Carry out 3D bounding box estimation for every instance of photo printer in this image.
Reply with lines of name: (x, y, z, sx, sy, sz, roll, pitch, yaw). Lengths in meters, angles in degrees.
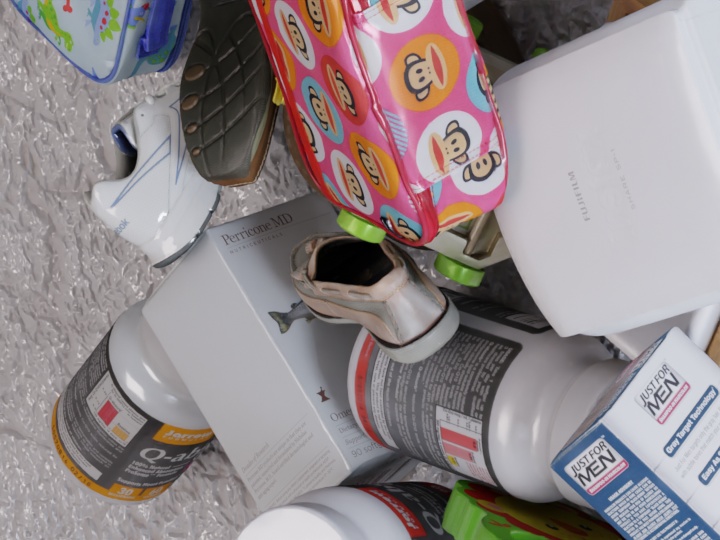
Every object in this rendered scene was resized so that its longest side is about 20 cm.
photo printer: (0.151, -0.053, 1.356, 0.200, 0.069, 0.167, -19, 90, 50)

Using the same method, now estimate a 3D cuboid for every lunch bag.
lunch bag: (-0.183, -0.247, 1.774, 0.161, 0.082, 0.200, 41, 133, 31)
lunch bag: (-0.001, -0.125, 1.388, 0.176, 0.082, 0.200, 32, 146, 57)

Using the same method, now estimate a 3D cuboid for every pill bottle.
pill bottle: (0.002, 0.199, 1.589, 0.116, 0.200, 0.116, -2, 86, 26)
pill bottle: (-0.154, 0.089, 1.857, 0.117, 0.116, 0.200, 58, 140, 14)
pill bottle: (0.096, 0.084, 1.568, 0.200, 0.116, 0.116, 18, 119, 44)

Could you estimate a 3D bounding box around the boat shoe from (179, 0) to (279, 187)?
boat shoe: (-0.070, -0.154, 1.650, 0.076, 0.074, 0.200, -4, 75, 36)

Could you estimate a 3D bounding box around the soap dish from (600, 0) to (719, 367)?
soap dish: (0.189, -0.047, 1.434, 0.157, 0.081, 0.200, 42, 133, 29)

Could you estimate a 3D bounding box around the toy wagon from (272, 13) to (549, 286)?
toy wagon: (0.041, -0.088, 1.519, 0.200, 0.040, 0.155, 24, 101, -8)

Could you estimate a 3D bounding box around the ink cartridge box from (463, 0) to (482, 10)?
ink cartridge box: (0.001, -0.232, 1.509, 0.200, 0.144, 0.085, 30, 142, 37)

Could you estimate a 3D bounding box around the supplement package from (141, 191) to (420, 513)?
supplement package: (-0.043, 0.065, 1.720, 0.200, 0.117, 0.117, 58, 139, 13)

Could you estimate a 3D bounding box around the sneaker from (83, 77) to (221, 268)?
sneaker: (-0.121, -0.102, 1.691, 0.087, 0.200, 0.074, 33, 152, -15)

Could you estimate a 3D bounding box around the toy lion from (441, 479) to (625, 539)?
toy lion: (0.129, 0.181, 1.519, 0.191, 0.200, 0.069, 24, 98, 27)

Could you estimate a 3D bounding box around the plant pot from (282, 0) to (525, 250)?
plant pot: (0.015, -0.103, 1.602, 0.201, 0.093, 0.201, 21, 120, 42)

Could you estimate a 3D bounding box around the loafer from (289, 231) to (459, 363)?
loafer: (0.000, 0.000, 1.580, 0.063, 0.072, 0.200, 53, 170, -27)

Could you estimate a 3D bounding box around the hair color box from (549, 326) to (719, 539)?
hair color box: (0.216, 0.139, 1.389, 0.200, 0.100, 0.061, 44, 137, 1)
